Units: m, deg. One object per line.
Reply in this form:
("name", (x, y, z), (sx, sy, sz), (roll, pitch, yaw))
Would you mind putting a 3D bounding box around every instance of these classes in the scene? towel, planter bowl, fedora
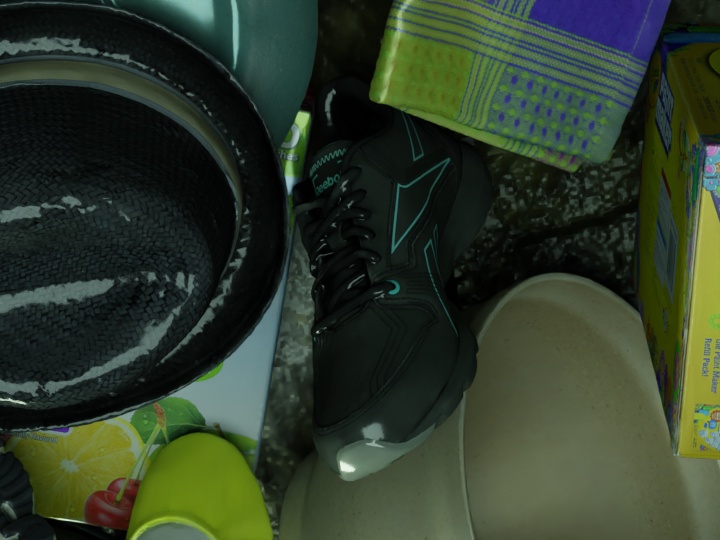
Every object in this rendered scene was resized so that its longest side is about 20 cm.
("towel", (0.086, -0.143, 0.954), (0.143, 0.023, 0.200), (16, 101, -44))
("planter bowl", (0.052, 0.114, 1.022), (0.134, 0.200, 0.201), (-18, 110, 36))
("fedora", (-0.125, -0.006, 0.928), (0.200, 0.092, 0.201), (-2, 112, -4))

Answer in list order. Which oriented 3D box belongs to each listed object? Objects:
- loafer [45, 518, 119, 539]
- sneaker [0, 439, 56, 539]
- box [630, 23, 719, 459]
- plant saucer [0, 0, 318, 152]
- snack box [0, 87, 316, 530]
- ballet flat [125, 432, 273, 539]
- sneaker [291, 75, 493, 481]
("loafer", (-0.114, 0.166, 1.097), (0.200, 0.063, 0.072), (25, 110, -7))
("sneaker", (-0.166, 0.128, 0.994), (0.200, 0.077, 0.080), (49, 133, 27))
("box", (0.213, -0.013, 0.954), (0.192, 0.200, 0.122), (3, 108, 0))
("plant saucer", (-0.117, -0.100, 0.973), (0.199, 0.036, 0.201), (0, 105, 1))
("snack box", (-0.104, 0.011, 1.049), (0.142, 0.053, 0.201), (9, 107, -3))
("ballet flat", (-0.075, 0.167, 1.001), (0.067, 0.067, 0.201), (5, 87, 14))
("sneaker", (0.000, 0.000, 0.959), (0.075, 0.200, 0.079), (-29, 119, 26))
